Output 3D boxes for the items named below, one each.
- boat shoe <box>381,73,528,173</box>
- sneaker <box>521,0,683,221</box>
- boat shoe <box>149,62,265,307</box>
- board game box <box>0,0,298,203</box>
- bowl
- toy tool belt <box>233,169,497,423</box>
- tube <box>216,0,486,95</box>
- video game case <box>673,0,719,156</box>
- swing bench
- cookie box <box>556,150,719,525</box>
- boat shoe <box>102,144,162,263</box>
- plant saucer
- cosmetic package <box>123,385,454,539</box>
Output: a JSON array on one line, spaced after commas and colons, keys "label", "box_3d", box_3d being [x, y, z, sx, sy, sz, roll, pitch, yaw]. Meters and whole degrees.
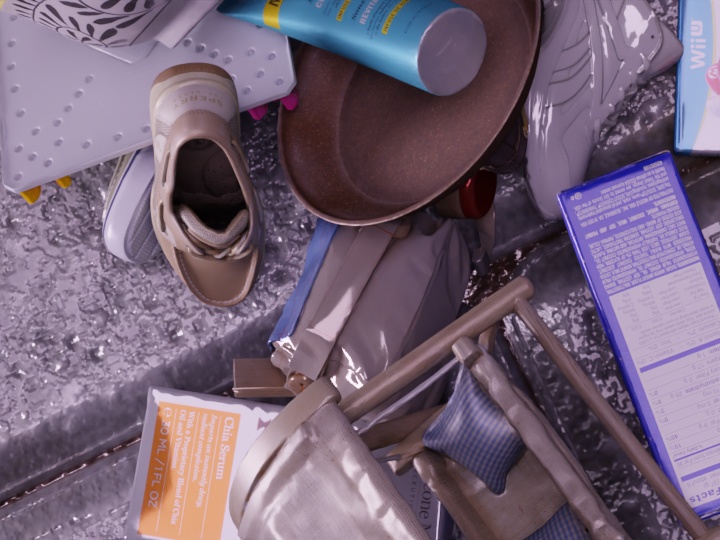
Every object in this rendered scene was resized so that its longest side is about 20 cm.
[{"label": "boat shoe", "box_3d": [0.048, -0.136, 1.229, 0.072, 0.059, 0.201, -41, 45, 12]}, {"label": "sneaker", "box_3d": [0.154, -0.128, 1.230, 0.098, 0.078, 0.202, 8, 84, 7]}, {"label": "boat shoe", "box_3d": [-0.094, -0.036, 1.194, 0.071, 0.201, 0.065, -7, 50, -5]}, {"label": "board game box", "box_3d": [-0.142, -0.156, 1.254, 0.198, 0.026, 0.201, -19, 55, 11]}, {"label": "bowl", "box_3d": [-0.118, -0.198, 1.175, 0.201, 0.201, 0.094, -45, 98, 0]}, {"label": "toy tool belt", "box_3d": [0.000, 0.000, 1.208, 0.122, 0.125, 0.201, 7, 58, 24]}, {"label": "tube", "box_3d": [-0.006, -0.156, 1.151, 0.077, 0.051, 0.200, -43, 41, -15]}, {"label": "video game case", "box_3d": [0.302, -0.143, 1.239, 0.198, 0.018, 0.145, 2, 83, 9]}, {"label": "swing bench", "box_3d": [0.058, 0.146, 1.065, 0.199, 0.130, 0.199, -25, 59, -22]}, {"label": "cookie box", "box_3d": [0.190, 0.045, 1.153, 0.075, 0.171, 0.202, -21, 81, 8]}, {"label": "boat shoe", "box_3d": [-0.124, -0.101, 1.278, 0.062, 0.072, 0.201, 20, 76, 25]}, {"label": "plant saucer", "box_3d": [0.035, -0.112, 1.154, 0.199, 0.037, 0.202, -23, 53, 33]}, {"label": "cosmetic package", "box_3d": [-0.040, 0.138, 1.224, 0.198, 0.071, 0.102, 7, 83, 9]}]
